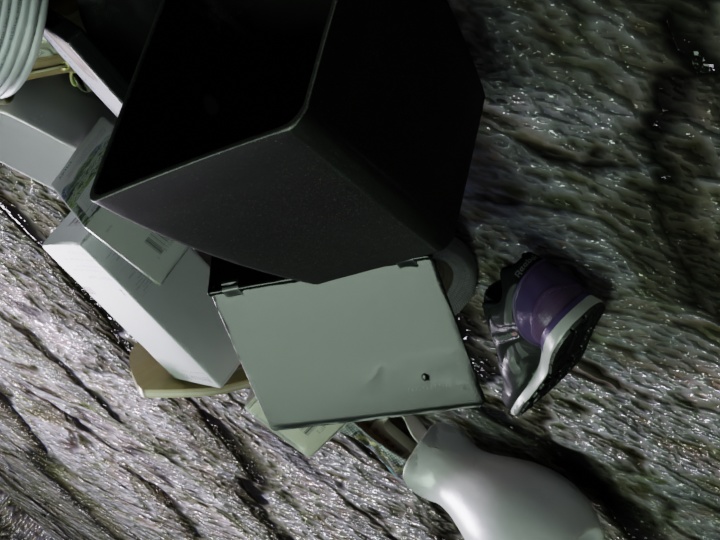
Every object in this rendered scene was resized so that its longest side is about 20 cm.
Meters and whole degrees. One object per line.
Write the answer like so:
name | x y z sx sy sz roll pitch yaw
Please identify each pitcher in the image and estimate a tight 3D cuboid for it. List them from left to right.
pitcher | 0.162 0.254 1.509 0.199 0.122 0.171 31 179 37

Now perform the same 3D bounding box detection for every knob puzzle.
knob puzzle | -0.155 0.094 1.522 0.218 0.219 0.031 16 122 38

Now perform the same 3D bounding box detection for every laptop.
laptop | -0.009 0.001 1.109 0.186 0.202 0.116 -9 153 24

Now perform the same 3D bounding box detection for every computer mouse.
computer mouse | -0.144 -0.159 1.078 0.138 0.053 0.200 -5 135 40

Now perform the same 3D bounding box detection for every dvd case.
dvd case | -0.191 -0.140 1.099 0.143 0.018 0.200 48 175 -27

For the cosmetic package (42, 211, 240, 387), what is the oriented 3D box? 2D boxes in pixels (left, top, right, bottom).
cosmetic package | -0.197 0.016 1.389 0.200 0.081 0.113 49 157 -22

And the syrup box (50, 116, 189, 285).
syrup box | -0.193 -0.062 1.203 0.081 0.079 0.200 39 178 -23

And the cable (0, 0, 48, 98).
cable | -0.296 -0.230 1.097 0.069 0.202 0.199 0 -171 -34

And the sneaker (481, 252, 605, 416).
sneaker | 0.142 0.047 1.209 0.088 0.076 0.200 45 156 16

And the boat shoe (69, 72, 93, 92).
boat shoe | -0.218 -0.177 1.267 0.202 0.060 0.072 43 155 -16

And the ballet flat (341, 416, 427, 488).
ballet flat | 0.015 0.160 1.590 0.200 0.072 0.072 39 156 -8

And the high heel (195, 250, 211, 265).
high heel | -0.102 0.019 1.455 0.199 0.071 0.143 28 156 51

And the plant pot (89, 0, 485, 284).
plant pot | -0.029 -0.101 0.960 0.198 0.201 0.177 -16 138 41

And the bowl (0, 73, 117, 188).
bowl | -0.290 -0.137 1.376 0.199 0.075 0.199 28 165 -34

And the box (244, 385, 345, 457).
box | -0.045 0.078 1.341 0.082 0.200 0.068 39 114 -13

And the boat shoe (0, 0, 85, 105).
boat shoe | -0.315 -0.170 1.224 0.198 0.074 0.067 -15 113 21

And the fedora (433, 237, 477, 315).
fedora | 0.000 0.000 1.224 0.199 0.177 0.091 16 -140 -56
